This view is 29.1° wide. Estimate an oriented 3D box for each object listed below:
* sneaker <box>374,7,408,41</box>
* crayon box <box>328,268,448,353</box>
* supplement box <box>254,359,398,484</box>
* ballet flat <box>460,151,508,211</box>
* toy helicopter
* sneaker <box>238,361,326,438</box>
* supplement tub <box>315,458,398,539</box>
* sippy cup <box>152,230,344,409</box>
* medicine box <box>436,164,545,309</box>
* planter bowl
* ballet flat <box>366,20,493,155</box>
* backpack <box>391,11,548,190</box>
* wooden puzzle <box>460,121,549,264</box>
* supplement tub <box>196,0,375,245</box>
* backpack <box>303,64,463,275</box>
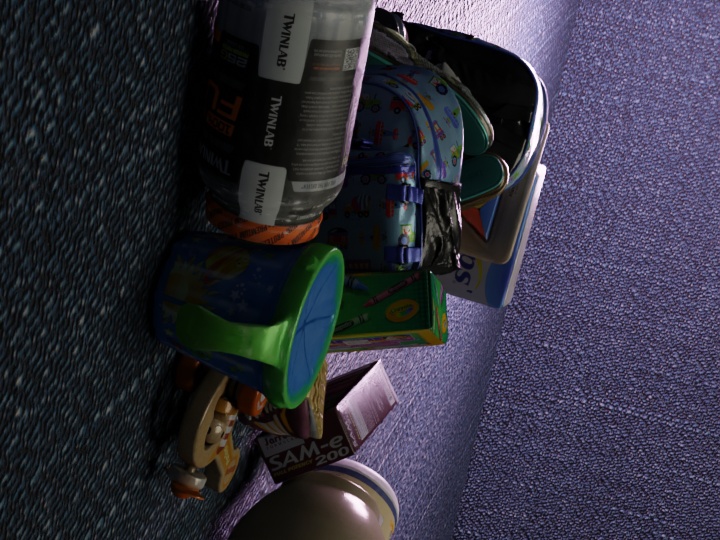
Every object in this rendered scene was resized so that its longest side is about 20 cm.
[{"bbox_3d":[0.013,-0.176,1.489,0.082,0.069,0.202,-12,119,-73],"label":"sneaker"},{"bbox_3d":[-0.023,0.042,1.299,0.119,0.197,0.059,42,44,-76],"label":"crayon box"},{"bbox_3d":[-0.035,0.172,1.608,0.061,0.108,0.200,66,20,-4],"label":"supplement box"},{"bbox_3d":[0.061,-0.074,1.464,0.072,0.198,0.069,56,15,-79],"label":"ballet flat"},{"bbox_3d":[-0.135,0.161,1.262,0.201,0.078,0.133,90,21,-62],"label":"toy helicopter"},{"bbox_3d":[-0.079,0.125,1.327,0.200,0.089,0.076,102,-7,-75],"label":"sneaker"},{"bbox_3d":[-0.046,0.349,1.726,0.145,0.143,0.201,94,17,-44],"label":"supplement tub"},{"bbox_3d":[-0.095,0.030,1.135,0.178,0.129,0.141,80,28,-64],"label":"sippy cup"},{"bbox_3d":[0.120,-0.069,1.792,0.103,0.198,0.184,-24,129,-74],"label":"medicine box"},{"bbox_3d":[-0.051,0.311,1.546,0.201,0.198,0.136,91,17,-51],"label":"planter bowl"},{"bbox_3d":[0.059,-0.197,1.414,0.072,0.199,0.072,-52,-164,21],"label":"ballet flat"},{"bbox_3d":[0.114,-0.180,1.607,0.147,0.198,0.185,12,94,-73],"label":"backpack"},{"bbox_3d":[0.113,-0.123,1.697,0.046,0.198,0.187,31,76,-74],"label":"wooden puzzle"},{"bbox_3d":[-0.063,-0.131,1.094,0.123,0.121,0.202,-46,150,-64],"label":"supplement tub"},{"bbox_3d":[0.008,-0.098,1.335,0.134,0.181,0.203,-5,100,-59],"label":"backpack"}]
